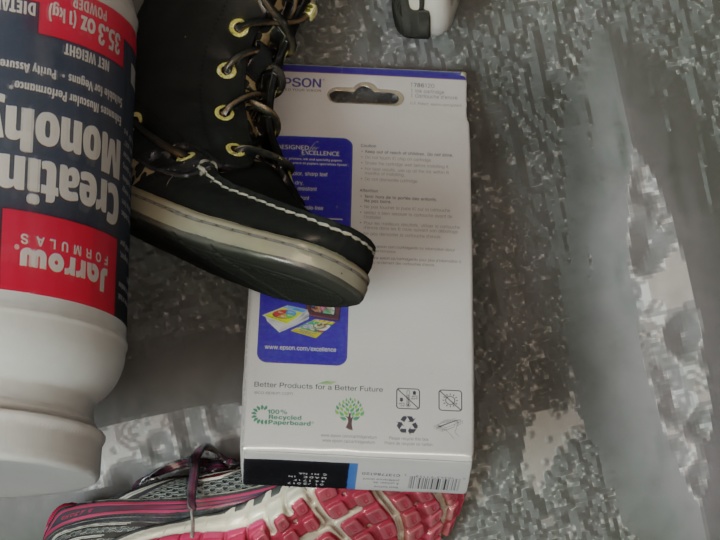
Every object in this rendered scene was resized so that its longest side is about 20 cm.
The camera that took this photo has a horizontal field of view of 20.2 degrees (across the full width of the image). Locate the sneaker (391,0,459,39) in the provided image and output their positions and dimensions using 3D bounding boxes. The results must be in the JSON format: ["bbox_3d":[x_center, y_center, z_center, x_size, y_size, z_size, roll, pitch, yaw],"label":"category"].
[{"bbox_3d":[0.082,-0.193,0.902,0.114,0.076,0.202,14,86,1],"label":"sneaker"}]

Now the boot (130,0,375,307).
[{"bbox_3d":[-0.047,-0.078,0.856,0.073,0.203,0.155,33,82,-44],"label":"boot"}]

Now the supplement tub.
[{"bbox_3d":[-0.158,-0.020,0.782,0.139,0.140,0.202,0,77,-1],"label":"supplement tub"}]

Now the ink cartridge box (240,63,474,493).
[{"bbox_3d":[0.000,0.000,0.888,0.099,0.039,0.201,3,59,-1],"label":"ink cartridge box"}]

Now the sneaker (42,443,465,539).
[{"bbox_3d":[-0.046,0.107,0.896,0.199,0.075,0.081,-15,131,-12],"label":"sneaker"}]
